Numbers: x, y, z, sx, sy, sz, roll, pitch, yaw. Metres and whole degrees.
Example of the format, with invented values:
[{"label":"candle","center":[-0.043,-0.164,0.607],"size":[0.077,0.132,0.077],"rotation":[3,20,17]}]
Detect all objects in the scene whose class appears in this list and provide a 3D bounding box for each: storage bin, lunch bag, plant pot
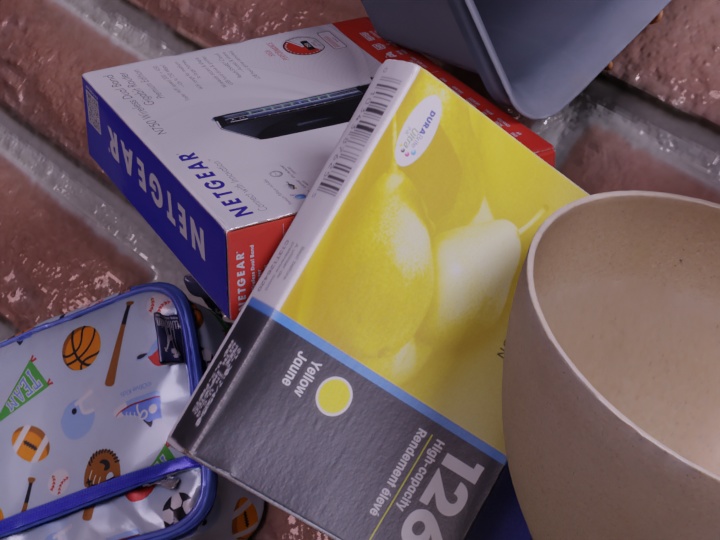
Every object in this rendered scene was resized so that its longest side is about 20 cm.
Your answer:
[{"label":"storage bin","center":[0.090,-0.184,0.877],"size":[0.200,0.146,0.134],"rotation":[-44,37,-20]},{"label":"lunch bag","center":[-0.148,0.105,0.925],"size":[0.198,0.075,0.162],"rotation":[-21,61,22]},{"label":"plant pot","center":[0.142,0.079,0.714],"size":[0.201,0.198,0.135],"rotation":[51,135,36]}]

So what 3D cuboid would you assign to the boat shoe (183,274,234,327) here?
[{"label":"boat shoe","center":[0.000,0.000,0.871],"size":[0.198,0.093,0.076],"rotation":[-11,63,26]}]

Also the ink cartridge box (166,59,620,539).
[{"label":"ink cartridge box","center":[0.042,0.041,0.764],"size":[0.199,0.199,0.047],"rotation":[-60,24,-5]}]

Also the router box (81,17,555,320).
[{"label":"router box","center":[-0.026,-0.061,0.851],"size":[0.178,0.049,0.200],"rotation":[-15,33,-24]}]
